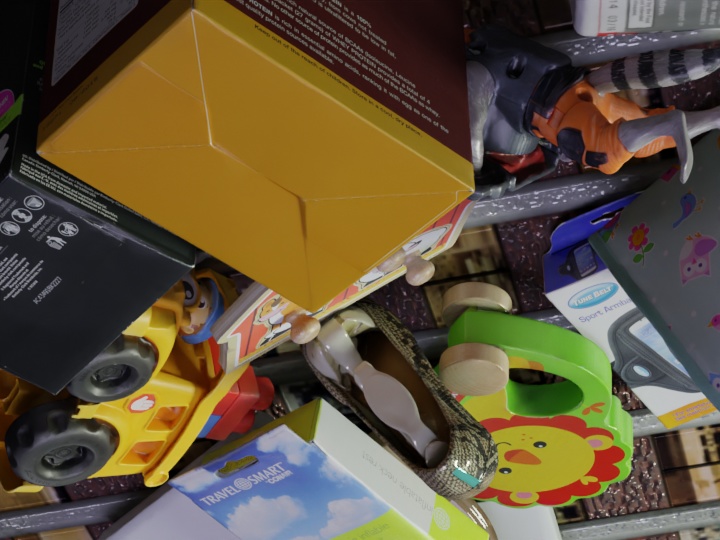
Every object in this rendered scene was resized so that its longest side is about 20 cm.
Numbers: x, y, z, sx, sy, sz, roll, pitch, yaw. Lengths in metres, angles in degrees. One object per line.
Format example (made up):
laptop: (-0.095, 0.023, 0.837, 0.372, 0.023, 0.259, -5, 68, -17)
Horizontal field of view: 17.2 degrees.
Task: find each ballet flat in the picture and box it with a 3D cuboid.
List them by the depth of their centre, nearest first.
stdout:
ballet flat: (0.012, 0.069, 1.535, 0.068, 0.200, 0.075, -49, 144, 6)

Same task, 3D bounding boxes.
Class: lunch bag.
lunch bag: (0.258, 0.004, 1.419, 0.170, 0.200, 0.122, -44, 129, 10)

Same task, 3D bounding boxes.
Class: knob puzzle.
knob puzzle: (0.000, 0.000, 1.444, 0.219, 0.031, 0.220, -30, 168, -7)

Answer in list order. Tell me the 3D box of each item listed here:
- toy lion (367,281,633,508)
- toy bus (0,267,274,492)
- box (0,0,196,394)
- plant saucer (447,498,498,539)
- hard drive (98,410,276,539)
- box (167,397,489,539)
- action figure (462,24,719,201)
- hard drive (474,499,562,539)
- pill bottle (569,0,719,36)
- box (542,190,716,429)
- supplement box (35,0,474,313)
toy lion: (0.110, 0.102, 1.647, 0.190, 0.069, 0.200, 16, 144, -18)
toy bus: (-0.137, 0.053, 1.569, 0.191, 0.136, 0.200, 8, 137, -29)
box: (-0.179, -0.063, 1.370, 0.124, 0.201, 0.148, 28, 132, -27)
plant saucer: (0.006, 0.211, 1.772, 0.198, 0.030, 0.201, 9, 130, 10)
hard drive: (-0.087, 0.194, 1.750, 0.132, 0.026, 0.200, 39, 129, -15)
box: (-0.021, 0.167, 1.648, 0.122, 0.048, 0.200, -28, 123, 35)
action figure: (0.122, -0.102, 1.364, 0.192, 0.200, 0.105, 15, 114, 21)
hard drive: (0.097, 0.244, 1.820, 0.131, 0.027, 0.201, -11, 126, 11)
pill bottle: (0.213, -0.189, 1.297, 0.198, 0.114, 0.114, -2, 139, 3)
box: (0.210, 0.024, 1.593, 0.118, 0.042, 0.200, -24, 135, 25)
supplement box: (-0.055, -0.125, 1.301, 0.197, 0.201, 0.133, 31, 129, -31)
